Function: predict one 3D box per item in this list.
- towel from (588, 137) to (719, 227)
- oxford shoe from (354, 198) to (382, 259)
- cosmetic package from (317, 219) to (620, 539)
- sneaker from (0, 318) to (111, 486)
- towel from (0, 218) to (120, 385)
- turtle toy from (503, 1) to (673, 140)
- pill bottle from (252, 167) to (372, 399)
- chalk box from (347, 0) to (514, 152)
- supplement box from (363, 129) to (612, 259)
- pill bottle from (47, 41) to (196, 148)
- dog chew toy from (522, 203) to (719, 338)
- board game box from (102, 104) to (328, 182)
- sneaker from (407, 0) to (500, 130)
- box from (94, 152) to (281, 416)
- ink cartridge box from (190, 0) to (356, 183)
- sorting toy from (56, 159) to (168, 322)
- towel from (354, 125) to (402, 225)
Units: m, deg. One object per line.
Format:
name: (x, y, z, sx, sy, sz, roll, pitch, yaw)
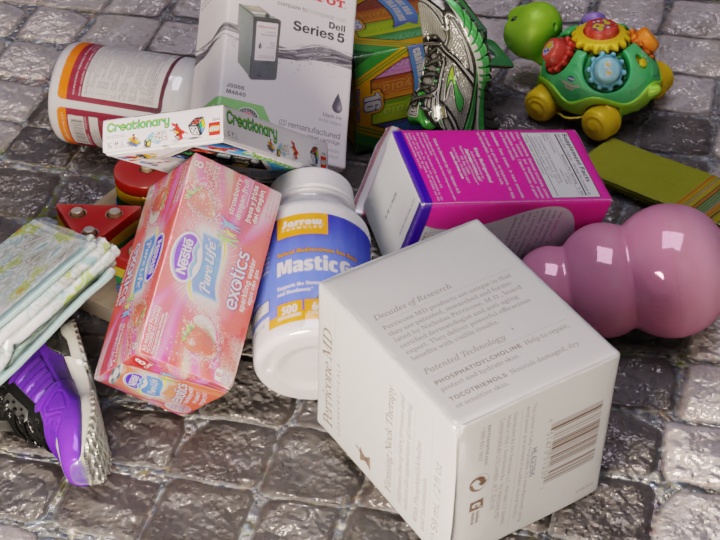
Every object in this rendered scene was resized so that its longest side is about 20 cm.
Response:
towel: (0.320, -0.085, 1.929, 0.199, 0.018, 0.086, 25, 39, 31)
oxford shoe: (0.000, 0.000, 1.794, 0.075, 0.058, 0.200, -2, 39, -3)
cosmetic package: (0.084, 0.098, 1.561, 0.166, 0.168, 0.200, -22, 46, -25)
sneaker: (-0.277, 0.127, 1.635, 0.099, 0.070, 0.200, -15, 35, -6)
towel: (-0.322, 0.034, 1.695, 0.200, 0.048, 0.171, -43, 26, -19)
turtle toy: (0.242, -0.230, 2.047, 0.199, 0.101, 0.146, 23, 43, 32)
pill bottle: (-0.043, 0.007, 1.705, 0.111, 0.112, 0.201, -2, 53, -1)
chalk box: (0.065, -0.228, 2.033, 0.199, 0.124, 0.125, -14, 39, -16)
supplement box: (0.119, -0.063, 1.762, 0.199, 0.101, 0.104, -1, 47, -23)
pill bottle: (-0.220, -0.176, 1.987, 0.199, 0.110, 0.110, 10, 39, 14)
dog chew toy: (0.236, 0.008, 1.730, 0.199, 0.125, 0.125, -8, 37, 4)
board game box: (-0.130, -0.112, 1.726, 0.126, 0.035, 0.200, -5, -8, 25)
sneaker: (0.088, -0.189, 1.922, 0.085, 0.201, 0.078, -18, 19, -17)
box: (-0.151, 0.013, 1.660, 0.094, 0.103, 0.201, 25, 63, -23)
ink cartridge box: (-0.089, -0.198, 1.896, 0.145, 0.084, 0.201, 12, 70, -23)
sorting toy: (-0.203, -0.037, 1.837, 0.198, 0.070, 0.200, 21, 43, 27)
towel: (0.095, -0.058, 1.844, 0.199, 0.030, 0.147, 23, 42, 1)
